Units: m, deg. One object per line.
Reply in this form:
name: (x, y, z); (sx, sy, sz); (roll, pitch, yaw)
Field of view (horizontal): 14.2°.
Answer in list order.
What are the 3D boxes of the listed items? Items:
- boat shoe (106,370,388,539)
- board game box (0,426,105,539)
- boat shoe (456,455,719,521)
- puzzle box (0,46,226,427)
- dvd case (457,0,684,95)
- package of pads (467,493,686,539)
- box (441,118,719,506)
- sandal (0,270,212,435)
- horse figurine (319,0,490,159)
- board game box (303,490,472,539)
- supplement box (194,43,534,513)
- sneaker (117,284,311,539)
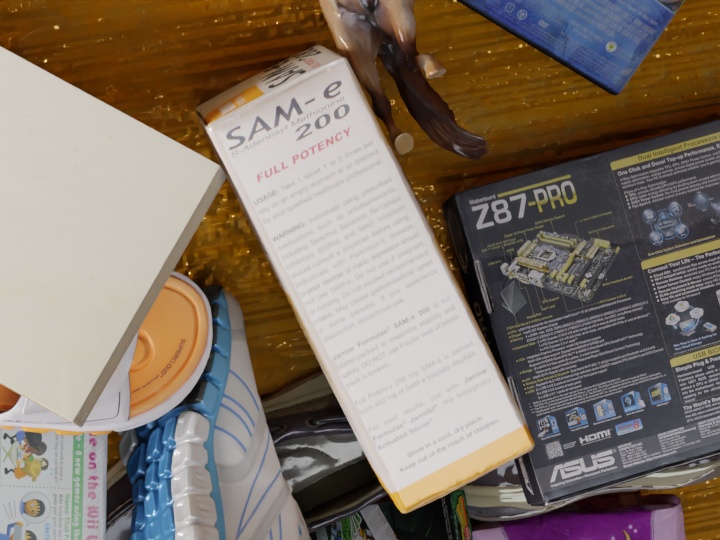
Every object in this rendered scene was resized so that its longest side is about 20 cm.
boat shoe: (-0.049, 0.106, 1.447); (0.200, 0.065, 0.072); (-23, 117, -4)
board game box: (-0.222, 0.101, 1.356); (0.200, 0.064, 0.148); (4, 77, -16)
boat shoe: (0.134, 0.069, 1.474); (0.200, 0.075, 0.073); (-16, 117, -9)
puzzle box: (-0.178, -0.035, 1.293); (0.200, 0.025, 0.133); (29, 83, 9)
dvd case: (0.123, -0.198, 1.381); (0.143, 0.018, 0.200); (29, 105, -24)
package of pads: (0.118, 0.219, 1.497); (0.120, 0.076, 0.200); (-7, 89, -11)
box: (0.157, 0.014, 1.429); (0.200, 0.049, 0.161); (-16, 88, -8)
sandal: (-0.162, 0.035, 1.317); (0.206, 0.059, 0.079); (-4, 77, -19)
horse figurine: (0.003, -0.139, 1.322); (0.050, 0.133, 0.200); (-21, 124, -1)
board game box: (0.020, 0.216, 1.465); (0.105, 0.023, 0.200); (-10, 89, 22)
supplement box: (0.000, 0.000, 1.348); (0.073, 0.126, 0.200); (-27, 100, -2)
sneaker: (-0.064, 0.103, 1.388); (0.087, 0.200, 0.075); (22, 143, -33)
